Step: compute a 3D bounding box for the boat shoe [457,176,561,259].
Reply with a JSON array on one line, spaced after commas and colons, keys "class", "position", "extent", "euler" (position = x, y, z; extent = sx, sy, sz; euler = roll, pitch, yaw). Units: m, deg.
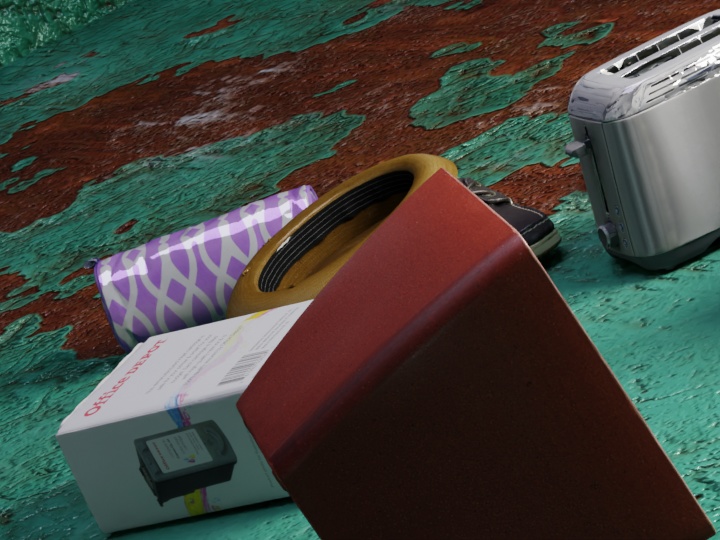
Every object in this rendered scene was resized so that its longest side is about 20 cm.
[{"class": "boat shoe", "position": [0.072, -0.035, 2.192], "extent": [0.073, 0.065, 0.200], "euler": [-31, 18, -29]}]

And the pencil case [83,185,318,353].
[{"class": "pencil case", "position": [-0.110, 0.000, 2.312], "extent": [0.199, 0.084, 0.085], "euler": [-19, -7, 8]}]

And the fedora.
[{"class": "fedora", "position": [0.000, 0.000, 2.134], "extent": [0.200, 0.082, 0.201], "euler": [-31, 20, 12]}]

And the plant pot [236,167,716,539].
[{"class": "plant pot", "position": [0.046, 0.089, 1.611], "extent": [0.176, 0.200, 0.200], "euler": [-35, 16, -1]}]

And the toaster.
[{"class": "toaster", "position": [0.238, -0.096, 2.046], "extent": [0.199, 0.130, 0.114], "euler": [-26, 17, -13]}]

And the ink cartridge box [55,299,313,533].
[{"class": "ink cartridge box", "position": [-0.075, 0.090, 1.945], "extent": [0.199, 0.086, 0.148], "euler": [-15, 18, 31]}]
